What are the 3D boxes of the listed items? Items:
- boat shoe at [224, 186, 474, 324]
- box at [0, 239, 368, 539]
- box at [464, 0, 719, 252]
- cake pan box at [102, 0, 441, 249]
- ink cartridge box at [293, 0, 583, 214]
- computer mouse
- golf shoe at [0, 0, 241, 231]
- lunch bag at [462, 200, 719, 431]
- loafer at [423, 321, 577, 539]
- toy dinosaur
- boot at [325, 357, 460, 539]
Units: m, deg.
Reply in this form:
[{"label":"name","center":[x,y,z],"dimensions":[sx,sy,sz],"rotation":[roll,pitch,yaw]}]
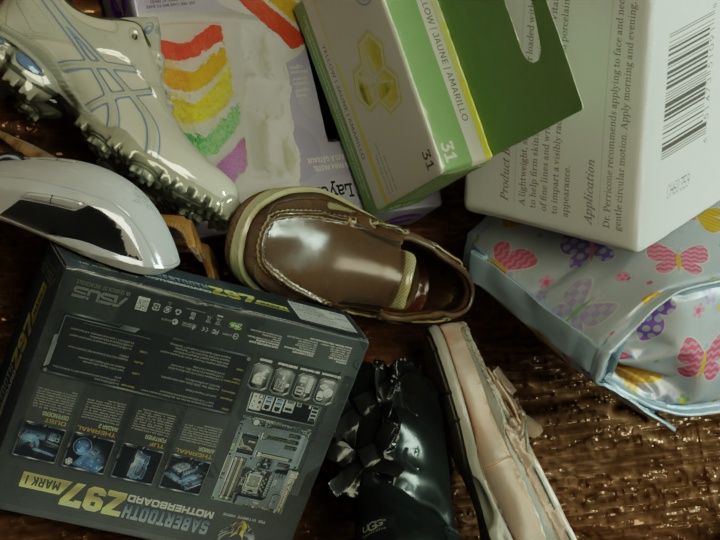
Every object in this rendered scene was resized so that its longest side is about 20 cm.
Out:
[{"label":"boat shoe","center":[0.002,-0.006,1.707],"dimensions":[0.202,0.075,0.075],"rotation":[11,92,-54]},{"label":"box","center":[-0.114,0.081,1.644],"dimensions":[0.200,0.051,0.158],"rotation":[14,106,-23]},{"label":"box","center":[0.170,-0.143,1.742],"dimensions":[0.200,0.131,0.199],"rotation":[-30,129,-50]},{"label":"cake pan box","center":[-0.053,-0.111,1.772],"dimensions":[0.200,0.052,0.184],"rotation":[-7,82,-29]},{"label":"ink cartridge box","center":[0.043,-0.130,1.683],"dimensions":[0.048,0.200,0.146],"rotation":[-16,84,-30]},{"label":"computer mouse","center":[-0.193,-0.053,1.618],"dimensions":[0.200,0.110,0.044],"rotation":[21,103,3]},{"label":"golf shoe","center":[-0.139,-0.108,1.674],"dimensions":[0.200,0.078,0.097],"rotation":[38,77,5]},{"label":"lunch bag","center":[0.183,0.017,1.783],"dimensions":[0.200,0.170,0.127],"rotation":[-8,119,-33]},{"label":"loafer","center":[0.095,0.124,1.766],"dimensions":[0.063,0.072,0.200],"rotation":[-16,85,-8]},{"label":"toy dinosaur","center":[-0.146,-0.007,1.672],"dimensions":[0.106,0.060,0.200],"rotation":[-18,91,7]},{"label":"boot","center":[0.039,0.160,1.724],"dimensions":[0.198,0.073,0.163],"rotation":[53,23,-47]}]
